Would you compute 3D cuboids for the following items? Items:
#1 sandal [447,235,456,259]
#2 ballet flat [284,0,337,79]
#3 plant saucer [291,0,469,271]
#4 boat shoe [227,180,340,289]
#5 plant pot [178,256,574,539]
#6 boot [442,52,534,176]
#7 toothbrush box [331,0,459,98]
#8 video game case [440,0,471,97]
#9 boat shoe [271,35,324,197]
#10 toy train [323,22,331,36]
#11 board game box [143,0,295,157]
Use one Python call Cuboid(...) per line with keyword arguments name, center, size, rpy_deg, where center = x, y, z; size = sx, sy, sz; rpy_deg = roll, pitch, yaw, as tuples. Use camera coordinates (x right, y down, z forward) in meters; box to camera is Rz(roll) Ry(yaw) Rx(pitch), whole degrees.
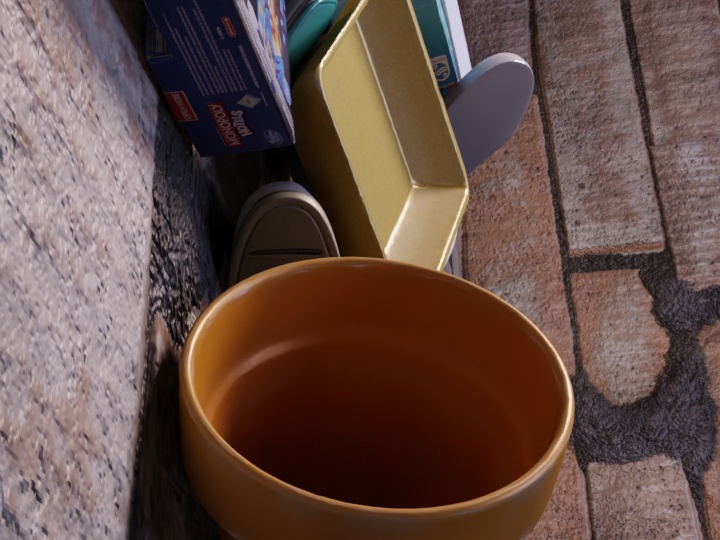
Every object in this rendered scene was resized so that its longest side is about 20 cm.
Cuboid(name="sandal", center=(0.031, 0.030, 1.101), size=(0.050, 0.082, 0.203), rpy_deg=(53, 53, -40))
Cuboid(name="ballet flat", center=(-0.032, -0.189, 0.803), size=(0.064, 0.200, 0.067), rpy_deg=(42, 15, 8))
Cuboid(name="plant saucer", center=(0.010, -0.085, 0.882), size=(0.200, 0.048, 0.200), rpy_deg=(-65, 140, -53))
Cuboid(name="boat shoe", center=(-0.045, 0.017, 0.841), size=(0.068, 0.075, 0.200), rpy_deg=(-96, -178, -49))
Cuboid(name="plant pot", center=(-0.001, 0.123, 0.702), size=(0.200, 0.200, 0.184), rpy_deg=(-85, -178, -54))
Cuboid(name="boot", center=(0.060, -0.117, 1.074), size=(0.073, 0.200, 0.096), rpy_deg=(17, 32, -35))
Cuboid(name="toothbrush box", center=(0.011, -0.237, 1.012), size=(0.146, 0.085, 0.200), rpy_deg=(-74, 147, -78))
Cuboid(name="video game case", center=(0.025, -0.215, 1.178), size=(0.200, 0.017, 0.143), rpy_deg=(18, -51, 51))
Cuboid(name="boat shoe", center=(-0.041, -0.124, 0.977), size=(0.200, 0.076, 0.072), rpy_deg=(77, -1, -54))
Cuboid(name="toy train", center=(-0.024, -0.180, 1.123), size=(0.116, 0.084, 0.200), rpy_deg=(-63, 148, -52))
Cuboid(name="board game box", center=(-0.087, -0.200, 0.710), size=(0.200, 0.062, 0.200), rpy_deg=(69, 16, -62))
